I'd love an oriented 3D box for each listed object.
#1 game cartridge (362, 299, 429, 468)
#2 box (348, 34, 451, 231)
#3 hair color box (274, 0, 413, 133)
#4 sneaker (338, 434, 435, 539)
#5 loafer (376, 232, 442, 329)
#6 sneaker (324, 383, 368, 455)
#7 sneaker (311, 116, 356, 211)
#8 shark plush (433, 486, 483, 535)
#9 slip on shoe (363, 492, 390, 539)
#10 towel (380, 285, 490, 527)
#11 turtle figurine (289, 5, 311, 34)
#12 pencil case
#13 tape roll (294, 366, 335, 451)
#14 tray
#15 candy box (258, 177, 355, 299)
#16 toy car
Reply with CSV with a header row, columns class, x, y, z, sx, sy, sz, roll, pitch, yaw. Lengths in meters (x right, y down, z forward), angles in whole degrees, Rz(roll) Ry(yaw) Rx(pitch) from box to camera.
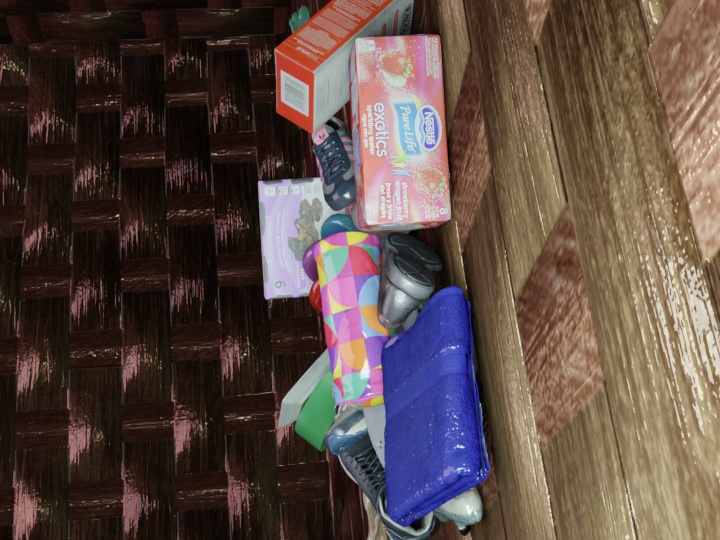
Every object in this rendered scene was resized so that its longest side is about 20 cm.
class,x,y,z,sx,sy,sz,roll,pitch,yaw
game cartridge,0.050,0.130,1.177,0.133,0.041,0.201,-48,35,31
box,0.041,-0.146,1.110,0.100,0.095,0.202,155,112,-85
hair color box,-0.017,-0.264,1.203,0.200,0.061,0.102,-46,-22,-30
sneaker,0.031,0.265,1.321,0.203,0.077,0.146,55,169,18
loafer,0.044,0.008,1.102,0.063,0.072,0.200,-59,1,14
sneaker,-0.007,0.159,1.280,0.077,0.085,0.200,-44,-2,29
sneaker,-0.038,-0.149,1.367,0.082,0.070,0.200,51,-168,-24
shark plush,0.086,0.252,1.087,0.083,0.091,0.200,51,154,18
slip on shoe,0.045,0.388,1.576,0.060,0.076,0.202,4,90,44
towel,0.071,0.134,0.998,0.148,0.049,0.201,-48,34,48
turtle figurine,-0.003,-0.328,1.366,0.101,0.149,0.200,59,-154,6
pencil case,-0.003,0.054,1.144,0.088,0.088,0.202,107,154,-73
tape roll,-0.014,0.163,1.453,0.201,0.048,0.201,-50,-12,-15
tray,-0.043,0.136,1.430,0.200,0.022,0.108,-48,-13,-27
candy box,-0.044,-0.050,1.469,0.072,0.198,0.169,-170,76,-84
toy car,0.000,0.000,1.321,0.176,0.149,0.201,93,171,-51
